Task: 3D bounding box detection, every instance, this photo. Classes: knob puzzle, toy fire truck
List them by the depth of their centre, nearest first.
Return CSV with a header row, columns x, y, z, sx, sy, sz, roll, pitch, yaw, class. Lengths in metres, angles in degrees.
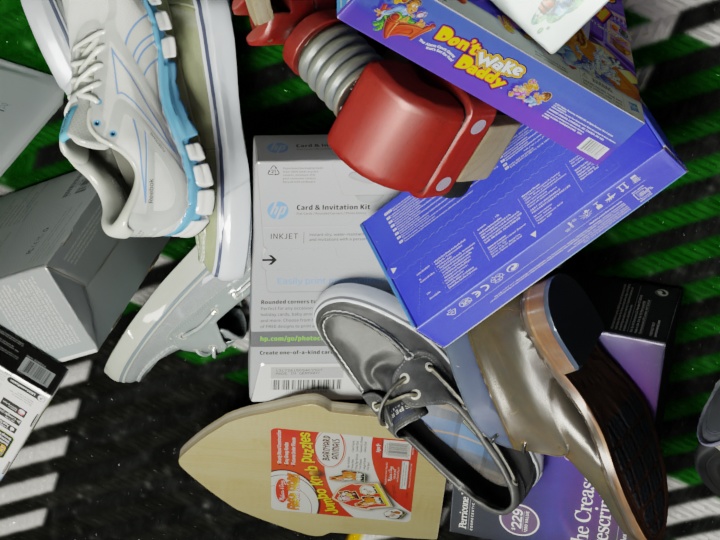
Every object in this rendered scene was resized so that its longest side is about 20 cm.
x,y,z,sx,sy,sz,roll,pitch,yaw,class
-0.010,-0.137,1.239,0.176,0.200,0.129,51,128,27,toy fire truck
-0.035,0.139,1.511,0.219,0.030,0.220,4,146,3,knob puzzle

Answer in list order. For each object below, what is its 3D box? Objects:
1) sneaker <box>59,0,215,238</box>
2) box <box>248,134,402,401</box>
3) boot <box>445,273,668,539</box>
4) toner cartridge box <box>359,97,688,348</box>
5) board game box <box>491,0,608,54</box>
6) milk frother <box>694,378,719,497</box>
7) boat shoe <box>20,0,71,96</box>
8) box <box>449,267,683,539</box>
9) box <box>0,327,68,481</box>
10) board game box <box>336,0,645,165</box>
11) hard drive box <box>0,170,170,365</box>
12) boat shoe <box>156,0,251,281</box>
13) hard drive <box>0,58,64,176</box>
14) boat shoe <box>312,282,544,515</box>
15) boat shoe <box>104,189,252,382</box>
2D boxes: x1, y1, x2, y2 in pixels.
x,y,z,sx,sy,sz,roll,pitch,yaw,class
-0.163,-0.113,1.313,0.075,0.087,0.200,-26,82,45,sneaker
0.000,0.000,1.414,0.156,0.041,0.200,-1,124,-6,box
0.133,0.100,1.361,0.097,0.075,0.200,-15,106,36,boot
0.104,-0.047,1.313,0.200,0.095,0.043,-36,146,15,toner cartridge box
0.075,-0.243,1.202,0.200,0.148,0.064,39,126,-9,board game box
0.307,0.167,1.354,0.188,0.200,0.181,37,129,-7,milk frother
-0.165,-0.127,1.413,0.067,0.074,0.200,-27,113,3,boat shoe
0.143,0.102,1.441,0.141,0.079,0.200,11,124,14,box
-0.312,0.059,1.398,0.200,0.035,0.110,32,126,-5,box
0.076,-0.163,1.219,0.200,0.135,0.045,26,130,-28,board game box
-0.259,0.010,1.466,0.200,0.156,0.077,-15,116,27,hard drive box
-0.113,-0.091,1.377,0.062,0.072,0.200,-7,95,-11,boat shoe
-0.301,-0.096,1.385,0.132,0.200,0.026,18,126,6,hard drive
0.041,0.093,1.384,0.200,0.066,0.070,45,124,-9,boat shoe
-0.114,0.028,1.481,0.071,0.070,0.201,41,121,-3,boat shoe
